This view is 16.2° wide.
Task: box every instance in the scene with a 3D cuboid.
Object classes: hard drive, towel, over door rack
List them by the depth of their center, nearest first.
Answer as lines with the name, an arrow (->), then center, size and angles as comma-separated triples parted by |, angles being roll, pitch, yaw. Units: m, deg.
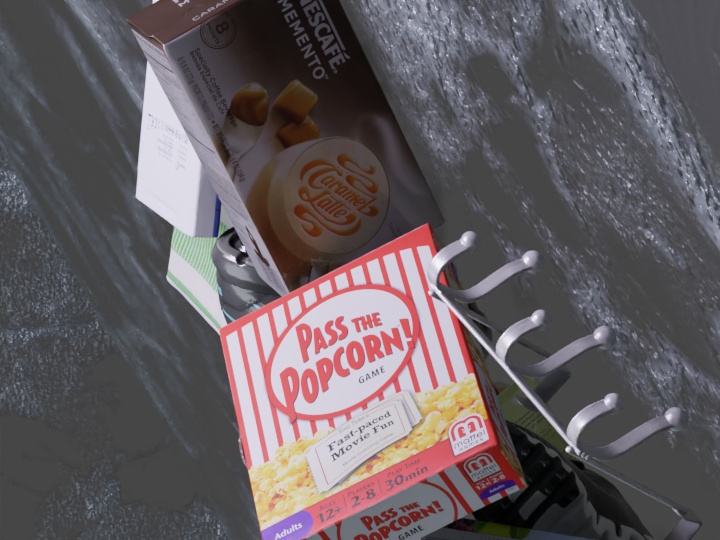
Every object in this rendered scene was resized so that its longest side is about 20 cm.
over door rack -> 0.126, 0.066, 1.443 | 0.148, 0.067, 0.200 | 50, -179, 33
hard drive -> -0.116, -0.135, 1.721 | 0.132, 0.025, 0.201 | -147, 61, -64
towel -> -0.102, -0.058, 1.774 | 0.153, 0.023, 0.201 | -138, 45, -57

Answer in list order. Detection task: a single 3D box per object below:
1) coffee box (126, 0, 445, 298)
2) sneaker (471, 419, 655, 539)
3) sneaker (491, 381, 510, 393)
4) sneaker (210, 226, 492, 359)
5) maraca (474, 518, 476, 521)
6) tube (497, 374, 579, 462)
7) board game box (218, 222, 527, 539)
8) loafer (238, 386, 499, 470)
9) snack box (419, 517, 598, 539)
coffee box -> -0.045, -0.093, 1.587 | 0.200, 0.114, 0.080 | 64, 169, -26
sneaker -> 0.118, 0.146, 1.573 | 0.200, 0.066, 0.091 | 39, -172, -28
sneaker -> 0.062, 0.130, 1.764 | 0.200, 0.078, 0.077 | 104, 166, -75
sneaker -> -0.006, 0.031, 1.688 | 0.200, 0.075, 0.079 | 20, 125, 18
maraca -> 0.128, 0.245, 1.742 | 0.200, 0.107, 0.137 | 68, -155, -13
tube -> 0.133, 0.164, 1.651 | 0.200, 0.052, 0.058 | 57, -151, -18
board game box -> 0.003, 0.080, 1.512 | 0.046, 0.151, 0.200 | 55, -168, -40
loafer -> -0.005, 0.099, 1.676 | 0.071, 0.200, 0.073 | 9, -109, -57
snack box -> 0.142, 0.230, 1.516 | 0.199, 0.068, 0.169 | 5, 142, 28
